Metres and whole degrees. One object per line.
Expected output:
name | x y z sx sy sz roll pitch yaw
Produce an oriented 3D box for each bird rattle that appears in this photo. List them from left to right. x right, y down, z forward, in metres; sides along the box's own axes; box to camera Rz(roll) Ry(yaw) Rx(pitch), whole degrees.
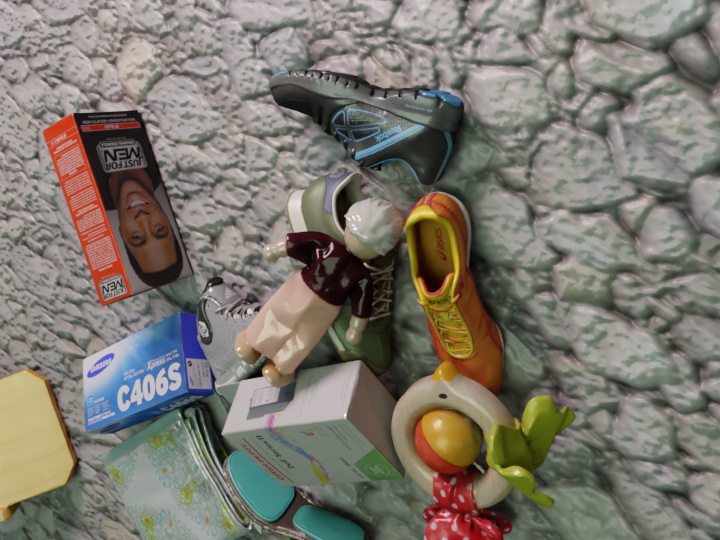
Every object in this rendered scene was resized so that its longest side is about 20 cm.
bird rattle | 0.100 0.172 0.684 0.163 0.112 0.201 44 135 12

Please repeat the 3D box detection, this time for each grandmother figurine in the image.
grandmother figurine | -0.037 0.013 0.676 0.121 0.061 0.200 37 110 -17

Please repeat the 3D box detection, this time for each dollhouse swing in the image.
dollhouse swing | -0.522 0.248 1.102 0.204 0.173 0.181 70 163 -2

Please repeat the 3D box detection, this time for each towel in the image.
towel | -0.232 0.275 0.930 0.198 0.048 0.174 -31 85 32

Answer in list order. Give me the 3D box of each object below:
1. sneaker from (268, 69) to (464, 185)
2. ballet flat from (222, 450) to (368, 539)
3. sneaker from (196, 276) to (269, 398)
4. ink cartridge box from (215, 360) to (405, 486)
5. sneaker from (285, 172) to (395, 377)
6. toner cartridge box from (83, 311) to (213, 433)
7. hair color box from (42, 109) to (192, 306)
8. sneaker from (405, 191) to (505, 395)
sneaker | -0.005 -0.137 0.683 0.197 0.073 0.084 19 111 26
ballet flat | -0.079 0.284 0.838 0.197 0.068 0.077 27 130 20
sneaker | -0.120 0.044 0.795 0.199 0.075 0.117 -41 78 32
ink cartridge box | -0.058 0.164 0.759 0.197 0.068 0.118 -14 132 32
sneaker | 0.000 0.000 0.715 0.089 0.067 0.204 -25 86 37
toner cartridge box | -0.262 0.128 0.896 0.197 0.043 0.097 -25 65 32
hair color box | -0.273 -0.074 0.839 0.060 0.101 0.204 -15 95 31
sneaker | 0.078 0.033 0.671 0.072 0.077 0.204 -12 105 30
